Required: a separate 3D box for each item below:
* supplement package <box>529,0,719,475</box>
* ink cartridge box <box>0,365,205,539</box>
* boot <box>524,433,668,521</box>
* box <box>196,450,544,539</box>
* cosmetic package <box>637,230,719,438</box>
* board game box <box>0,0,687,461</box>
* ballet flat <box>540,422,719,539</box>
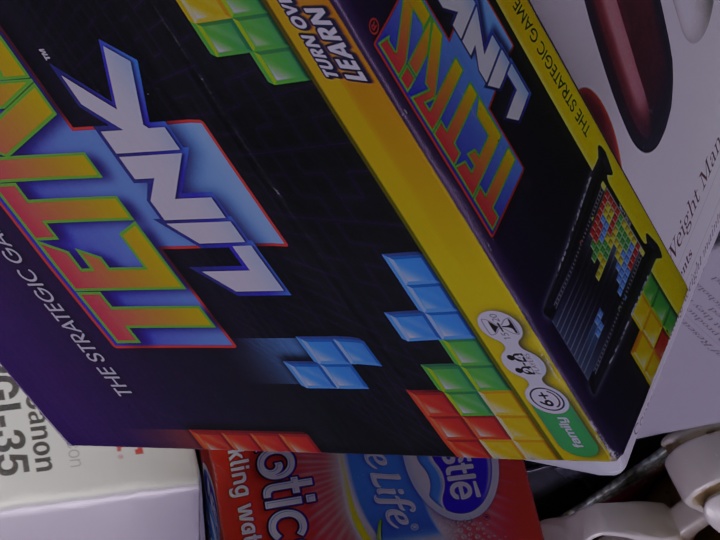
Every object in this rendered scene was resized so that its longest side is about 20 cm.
[{"bbox_3d":[0.018,-0.089,0.657,0.146,0.192,0.200,9,145,26],"label":"supplement package"},{"bbox_3d":[-0.158,0.052,0.822,0.199,0.147,0.083,-7,138,-10],"label":"ink cartridge box"},{"bbox_3d":[0.082,0.118,0.950,0.164,0.066,0.200,-35,140,9],"label":"boot"},{"bbox_3d":[0.002,0.087,0.784,0.099,0.201,0.096,-7,142,-6],"label":"box"},{"bbox_3d":[0.129,-0.015,0.769,0.071,0.102,0.200,41,157,-14],"label":"cosmetic package"},{"bbox_3d":[-0.043,-0.041,0.537,0.164,0.057,0.200,-3,136,36],"label":"board game box"},{"bbox_3d":[0.104,0.089,0.842,0.200,0.069,0.071,-36,143,18],"label":"ballet flat"}]
